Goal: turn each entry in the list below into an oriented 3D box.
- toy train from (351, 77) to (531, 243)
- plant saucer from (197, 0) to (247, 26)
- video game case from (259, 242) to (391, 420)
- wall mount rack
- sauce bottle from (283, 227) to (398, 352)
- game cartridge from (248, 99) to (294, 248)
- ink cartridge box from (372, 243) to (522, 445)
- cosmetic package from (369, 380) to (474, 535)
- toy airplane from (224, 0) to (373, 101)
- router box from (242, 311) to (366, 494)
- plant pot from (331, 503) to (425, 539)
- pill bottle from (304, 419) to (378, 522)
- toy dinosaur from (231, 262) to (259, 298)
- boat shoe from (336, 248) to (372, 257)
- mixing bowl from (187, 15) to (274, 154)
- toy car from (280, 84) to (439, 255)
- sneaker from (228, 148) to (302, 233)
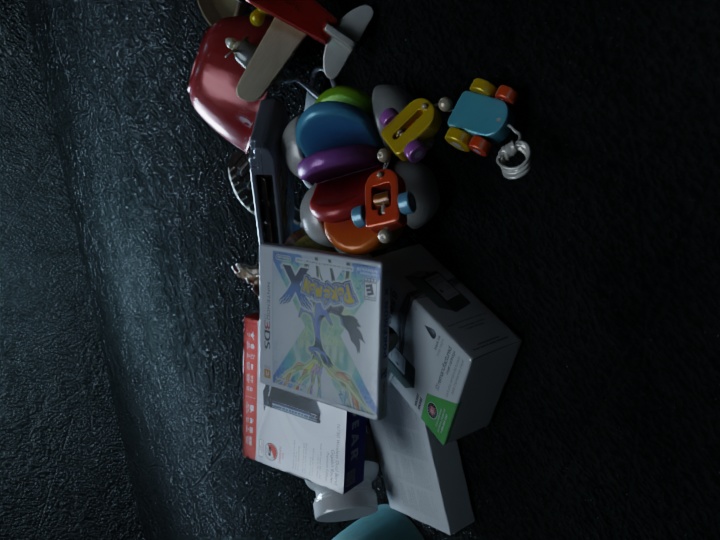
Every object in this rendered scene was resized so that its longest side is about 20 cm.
[{"bbox_3d":[0.084,-0.110,0.745,0.198,0.055,0.152,-17,65,26],"label":"toy train"},{"bbox_3d":[-0.228,-0.495,1.170,0.199,0.029,0.202,33,132,47],"label":"plant saucer"},{"bbox_3d":[-0.049,0.068,0.867,0.198,0.022,0.185,9,103,38],"label":"video game case"},{"bbox_3d":[-0.071,-0.178,1.025,0.174,0.074,0.202,47,141,34],"label":"wall mount rack"},{"bbox_3d":[-0.027,0.027,0.899,0.200,0.065,0.067,50,142,35],"label":"sauce bottle"},{"bbox_3d":[-0.114,-0.114,0.953,0.134,0.041,0.202,-81,-7,-46],"label":"game cartridge"},{"bbox_3d":[0.087,0.086,0.886,0.200,0.083,0.147,46,139,39],"label":"ink cartridge box"},{"bbox_3d":[0.077,0.250,1.013,0.150,0.051,0.203,-4,101,57],"label":"cosmetic package"},{"bbox_3d":[-0.084,-0.330,0.891,0.141,0.198,0.201,-129,23,-58],"label":"toy airplane"},{"bbox_3d":[-0.076,0.168,0.953,0.178,0.049,0.203,9,102,34],"label":"router box"},{"bbox_3d":[0.010,0.500,1.135,0.200,0.159,0.203,33,132,47],"label":"plant pot"},{"bbox_3d":[-0.034,0.266,1.085,0.117,0.115,0.202,126,140,-53],"label":"pill bottle"},{"bbox_3d":[-0.129,0.053,1.224,0.202,0.085,0.135,62,148,9],"label":"toy dinosaur"},{"bbox_3d":[0.000,0.000,1.016,0.066,0.073,0.202,4,118,41],"label":"boat shoe"},{"bbox_3d":[-0.180,-0.279,1.023,0.200,0.107,0.203,-162,90,-78],"label":"mixing bowl"},{"bbox_3d":[-0.014,-0.115,0.839,0.173,0.150,0.203,-13,98,24],"label":"toy car"},{"bbox_3d":[-0.143,-0.100,1.137,0.201,0.078,0.090,55,166,-13],"label":"sneaker"}]
